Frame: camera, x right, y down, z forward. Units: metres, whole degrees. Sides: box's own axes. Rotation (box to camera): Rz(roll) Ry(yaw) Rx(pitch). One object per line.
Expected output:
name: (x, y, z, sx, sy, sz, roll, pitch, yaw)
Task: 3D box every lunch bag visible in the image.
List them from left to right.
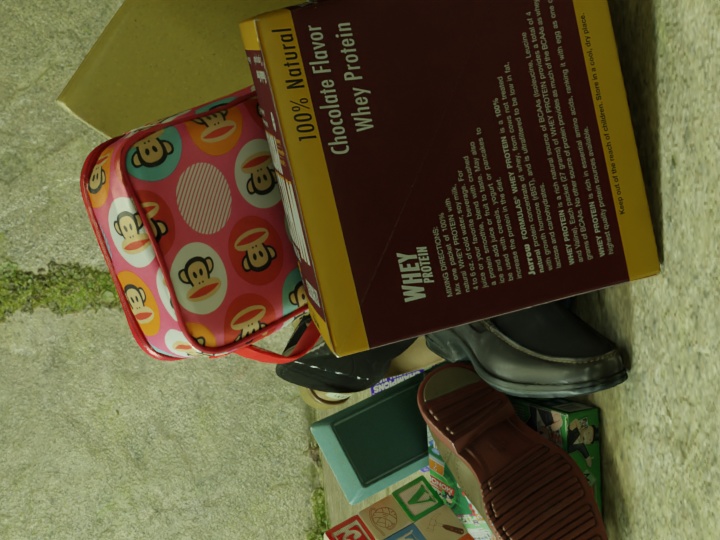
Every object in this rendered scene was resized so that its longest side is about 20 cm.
lunch bag: (-0.070, -0.027, 1.055, 0.082, 0.199, 0.178, -13, 99, 51)

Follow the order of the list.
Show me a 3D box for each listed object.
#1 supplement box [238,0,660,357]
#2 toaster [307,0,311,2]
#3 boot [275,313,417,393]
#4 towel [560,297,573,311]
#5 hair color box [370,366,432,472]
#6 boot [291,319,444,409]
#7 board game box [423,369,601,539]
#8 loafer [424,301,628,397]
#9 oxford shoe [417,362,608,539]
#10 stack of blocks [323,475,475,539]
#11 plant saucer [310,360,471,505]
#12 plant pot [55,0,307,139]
supplement box: (0.049, -0.077, 0.966, 0.133, 0.198, 0.199, -135, 31, -79)
toaster: (0.055, -0.238, 1.069, 0.119, 0.198, 0.182, -106, 6, -70)
boot: (0.000, 0.000, 1.218, 0.200, 0.073, 0.152, 133, 150, -59)
towel: (0.114, -0.023, 1.204, 0.200, 0.048, 0.113, -106, 15, -61)
hair color box: (0.051, 0.080, 1.560, 0.109, 0.064, 0.201, 44, -149, -53)
boot: (0.016, 0.011, 1.310, 0.200, 0.066, 0.177, -32, 64, 51)
board game box: (0.108, 0.152, 1.176, 0.200, 0.029, 0.136, 12, 108, 63)
loafer: (0.103, 0.033, 1.072, 0.199, 0.072, 0.073, 19, 117, 56)
oxford shoe: (0.109, 0.150, 1.092, 0.201, 0.070, 0.075, 58, 170, 39)
stack of blocks: (0.074, 0.240, 1.105, 0.200, 0.115, 0.059, 49, 154, 32)
plant saucer: (0.049, 0.118, 1.284, 0.019, 0.199, 0.070, -39, 77, 48)
plant pot: (-0.073, -0.158, 1.241, 0.201, 0.193, 0.195, -60, -17, 7)
